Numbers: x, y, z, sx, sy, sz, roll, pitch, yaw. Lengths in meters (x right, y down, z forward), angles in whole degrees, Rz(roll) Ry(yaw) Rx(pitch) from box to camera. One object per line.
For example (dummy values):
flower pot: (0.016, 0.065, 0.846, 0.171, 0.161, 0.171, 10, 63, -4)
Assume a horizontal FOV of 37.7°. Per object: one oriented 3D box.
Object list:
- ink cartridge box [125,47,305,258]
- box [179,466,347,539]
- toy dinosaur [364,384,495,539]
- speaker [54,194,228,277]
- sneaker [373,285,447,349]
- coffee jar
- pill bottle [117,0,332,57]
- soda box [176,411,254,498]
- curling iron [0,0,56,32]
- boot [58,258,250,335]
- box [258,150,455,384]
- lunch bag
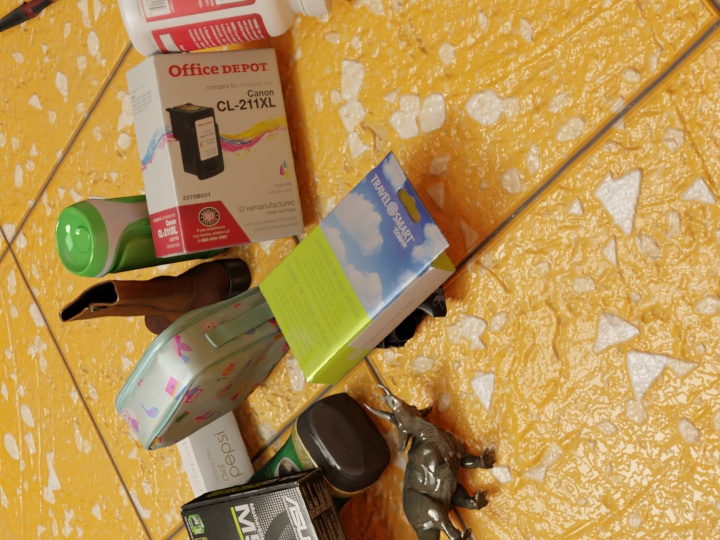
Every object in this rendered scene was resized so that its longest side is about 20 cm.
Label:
ink cartridge box: (-0.153, -0.125, 1.109, 0.083, 0.144, 0.203, -6, 94, 59)
box: (-0.084, 0.318, 1.098, 0.192, 0.047, 0.202, -19, 91, 42)
toy dinosaur: (0.074, 0.211, 1.039, 0.102, 0.076, 0.203, 6, 107, 53)
speaker: (-0.233, -0.044, 1.169, 0.088, 0.199, 0.090, 9, 104, 40)
sneaker: (0.005, 0.052, 1.060, 0.200, 0.070, 0.079, -37, 66, 38)
coffee jar: (-0.053, 0.224, 1.132, 0.105, 0.085, 0.200, 53, 128, 20)
pill bottle: (-0.133, -0.283, 1.049, 0.197, 0.112, 0.114, -8, 93, 7)
soda box: (-0.161, 0.248, 1.235, 0.202, 0.063, 0.068, 68, 154, 9)
curling iron: (-0.452, -0.360, 1.423, 0.199, 0.026, 0.050, -17, 123, 46)
boot: (-0.250, 0.046, 1.199, 0.187, 0.199, 0.069, -17, 86, 42)
box: (0.000, 0.000, 0.999, 0.200, 0.047, 0.123, -44, 59, 24)
lunch bag: (-0.158, 0.095, 1.132, 0.077, 0.199, 0.161, 44, 125, 14)
